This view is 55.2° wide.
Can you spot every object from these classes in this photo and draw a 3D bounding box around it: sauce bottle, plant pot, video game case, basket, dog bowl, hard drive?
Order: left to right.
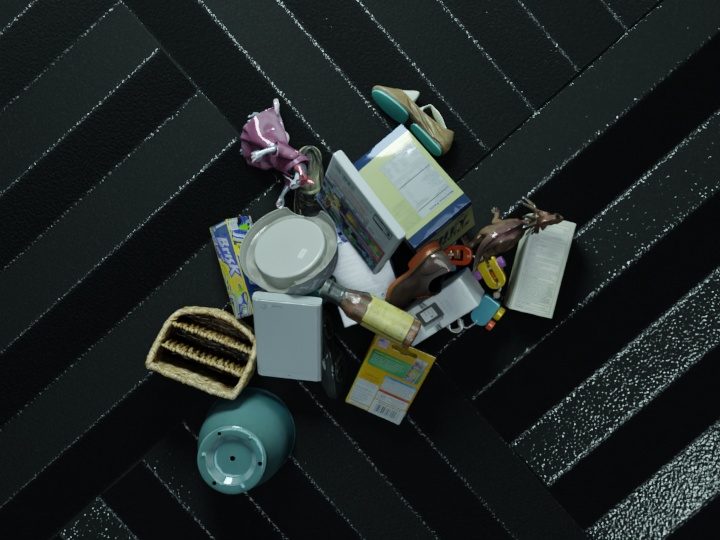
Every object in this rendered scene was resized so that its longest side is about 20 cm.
[{"bbox_3d":[-0.308,0.156,1.409,0.200,0.149,0.143,22,93,1],"label":"basket"},{"bbox_3d":[-0.241,0.355,1.398,0.200,0.188,0.200,0,93,1],"label":"plant pot"},{"bbox_3d":[-0.141,0.133,1.354,0.132,0.026,0.200,5,127,4],"label":"hard drive"},{"bbox_3d":[-0.134,-0.034,1.357,0.200,0.059,0.200,-7,55,10],"label":"dog bowl"},{"bbox_3d":[-0.004,-0.105,1.308,0.023,0.182,0.200,-34,80,-24],"label":"video game case"},{"bbox_3d":[0.017,0.077,1.314,0.200,0.066,0.066,30,93,-2],"label":"sauce bottle"}]

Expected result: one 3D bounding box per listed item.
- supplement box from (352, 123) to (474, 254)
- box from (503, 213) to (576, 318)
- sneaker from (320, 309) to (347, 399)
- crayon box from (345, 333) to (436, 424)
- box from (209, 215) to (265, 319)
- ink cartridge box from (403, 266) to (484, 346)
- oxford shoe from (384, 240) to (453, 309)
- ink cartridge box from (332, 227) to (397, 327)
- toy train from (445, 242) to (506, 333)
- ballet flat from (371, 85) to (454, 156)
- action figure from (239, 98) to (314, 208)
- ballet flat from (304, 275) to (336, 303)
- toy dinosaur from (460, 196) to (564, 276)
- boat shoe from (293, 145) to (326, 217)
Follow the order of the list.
[{"bbox_3d":[0.105,-0.139,1.336,0.134,0.200,0.200,-39,75,3],"label":"supplement box"},{"bbox_3d":[0.367,-0.011,1.418,0.095,0.078,0.200,15,93,1],"label":"box"},{"bbox_3d":[-0.086,0.177,1.445,0.091,0.076,0.200,-8,104,25],"label":"sneaker"},{"bbox_3d":[0.063,0.211,1.408,0.126,0.052,0.200,24,123,0],"label":"crayon box"},{"bbox_3d":[-0.242,-0.007,1.420,0.070,0.064,0.200,-19,86,45],"label":"box"},{"bbox_3d":[0.145,0.081,1.387,0.200,0.116,0.067,-34,91,21],"label":"ink cartridge box"},{"bbox_3d":[0.108,0.032,1.309,0.071,0.200,0.073,-26,69,-37],"label":"oxford shoe"},{"bbox_3d":[0.000,0.000,1.429,0.136,0.076,0.200,-19,94,2],"label":"ink cartridge box"},{"bbox_3d":[0.232,0.027,1.440,0.150,0.056,0.200,-2,99,18],"label":"toy train"},{"bbox_3d":[0.115,-0.323,1.420,0.200,0.068,0.072,41,73,-1],"label":"ballet flat"},{"bbox_3d":[-0.154,-0.228,1.392,0.200,0.134,0.149,37,68,27],"label":"action figure"},{"bbox_3d":[-0.118,0.052,1.420,0.200,0.068,0.068,-16,121,42],"label":"ballet flat"},{"bbox_3d":[0.282,-0.073,1.325,0.200,0.136,0.086,-36,97,-26],"label":"toy dinosaur"},{"bbox_3d":[-0.107,-0.159,1.428,0.073,0.065,0.200,-6,94,0],"label":"boat shoe"}]
